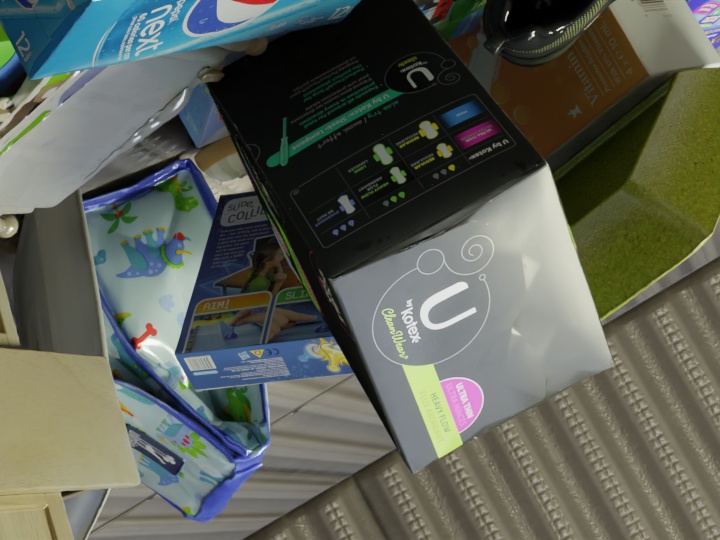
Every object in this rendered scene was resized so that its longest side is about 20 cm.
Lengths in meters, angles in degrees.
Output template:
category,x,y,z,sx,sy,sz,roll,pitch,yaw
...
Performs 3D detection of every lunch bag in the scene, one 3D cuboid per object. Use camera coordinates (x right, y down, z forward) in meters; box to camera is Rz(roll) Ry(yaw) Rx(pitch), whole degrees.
category,x,y,z,sx,sy,sz,roll,pitch,yaw
lunch bag,-0.130,0.059,1.312,0.127,0.201,0.170,-25,168,-21

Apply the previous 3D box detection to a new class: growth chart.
category,x,y,z,sx,sy,sz,roll,pitch,yaw
growth chart,-0.150,-0.071,1.000,0.199,0.018,0.145,-35,163,14

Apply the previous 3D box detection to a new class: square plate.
category,x,y,z,sx,sy,sz,roll,pitch,yaw
square plate,-0.180,0.049,1.183,0.028,0.201,0.198,-5,160,-17

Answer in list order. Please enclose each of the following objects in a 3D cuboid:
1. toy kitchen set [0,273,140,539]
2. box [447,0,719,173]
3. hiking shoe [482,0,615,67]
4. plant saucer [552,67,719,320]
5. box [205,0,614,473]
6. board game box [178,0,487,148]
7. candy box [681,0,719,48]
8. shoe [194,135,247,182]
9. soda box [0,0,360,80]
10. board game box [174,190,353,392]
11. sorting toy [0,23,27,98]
category,x,y,z,sx,sy,sz,roll,pitch,yaw
toy kitchen set,-0.232,0.092,1.007,0.179,0.201,0.163,-21,169,17
box,0.113,-0.127,1.301,0.200,0.125,0.097,-39,164,37
hiking shoe,0.145,-0.192,1.115,0.200,0.076,0.101,-51,-179,12
plant saucer,0.145,-0.035,1.200,0.200,0.048,0.200,-39,-168,38
box,0.023,-0.027,1.040,0.124,0.200,0.149,-28,131,-5
board game box,-0.005,-0.150,1.144,0.199,0.037,0.151,-24,167,-19
candy box,0.206,-0.187,1.387,0.200,0.077,0.169,-40,165,36
shoe,-0.030,-0.076,1.219,0.199,0.054,0.070,-13,-168,47
soda box,-0.075,-0.146,0.918,0.199,0.068,0.064,-18,164,-44
board game box,0.000,0.000,1.164,0.198,0.136,0.035,-7,134,20
sorting toy,-0.174,-0.089,0.994,0.184,0.037,0.200,-17,163,-46
